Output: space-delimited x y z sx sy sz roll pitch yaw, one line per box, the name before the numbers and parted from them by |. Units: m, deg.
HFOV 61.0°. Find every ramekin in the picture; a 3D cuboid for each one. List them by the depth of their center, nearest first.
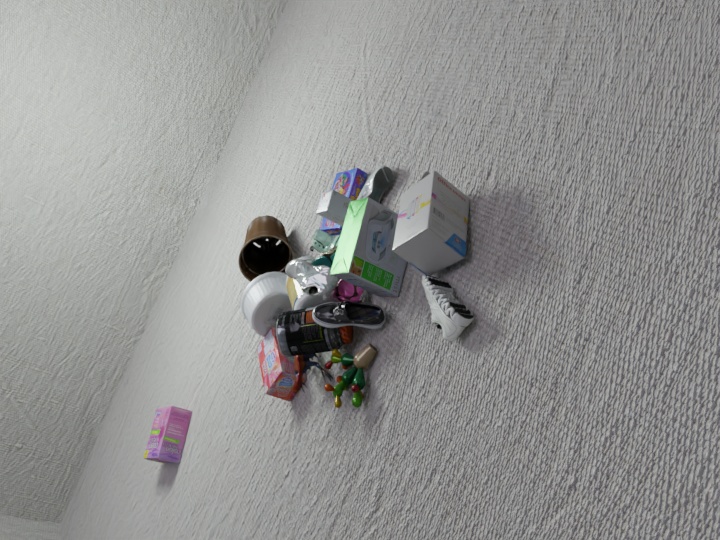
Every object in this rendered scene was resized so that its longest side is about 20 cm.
ramekin | -0.276 0.117 1.953 0.203 0.197 0.098 -57 40 15

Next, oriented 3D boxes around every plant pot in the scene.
plant pot | -0.338 -0.083 2.197 0.202 0.197 0.200 -52 26 21

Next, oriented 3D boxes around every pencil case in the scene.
pencil case | 0.000 0.000 1.697 0.092 0.090 0.205 10 77 50

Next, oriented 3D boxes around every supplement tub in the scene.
supplement tub | -0.123 0.163 1.675 0.193 0.124 0.126 -8 55 11
supplement tub | -0.145 0.064 1.824 0.146 0.142 0.202 -54 33 19

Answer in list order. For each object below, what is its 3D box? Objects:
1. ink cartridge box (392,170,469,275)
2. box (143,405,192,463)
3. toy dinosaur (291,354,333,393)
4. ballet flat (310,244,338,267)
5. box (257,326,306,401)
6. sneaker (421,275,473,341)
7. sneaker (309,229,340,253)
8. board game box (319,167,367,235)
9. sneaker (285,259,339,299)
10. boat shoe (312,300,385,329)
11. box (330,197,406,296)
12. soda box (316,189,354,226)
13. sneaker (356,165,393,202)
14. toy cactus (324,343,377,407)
ink cartridge box | 0.171 -0.120 1.451 0.124 0.127 0.205 -30 37 43
box | -0.778 0.664 2.467 0.174 0.095 0.206 -21 54 50
toy dinosaur | -0.175 0.273 1.725 0.106 0.200 0.181 -48 -11 8
ballet flat | -0.068 -0.039 1.711 0.076 0.068 0.198 -48 13 -33
box | -0.245 0.285 1.882 0.104 0.093 0.202 -53 34 21
sneaker | 0.180 0.080 1.383 0.083 0.073 0.201 -65 27 23
sneaker | -0.084 -0.079 1.799 0.075 0.117 0.200 -59 10 -23
board game box | -0.056 -0.219 1.967 0.133 0.044 0.206 -1 70 57
sneaker | -0.146 0.024 1.685 0.197 0.071 0.082 11 64 42
boat shoe | -0.032 0.109 1.580 0.067 0.193 0.072 82 -161 -56
box | 0.034 -0.056 1.592 0.096 0.173 0.206 -3 66 56
soda box | -0.024 -0.154 1.724 0.067 0.196 0.066 -3 68 56
sneaker | 0.031 -0.223 1.826 0.203 0.069 0.081 -56 17 12
toy cactus | -0.026 0.254 1.580 0.166 0.101 0.201 -50 25 9
